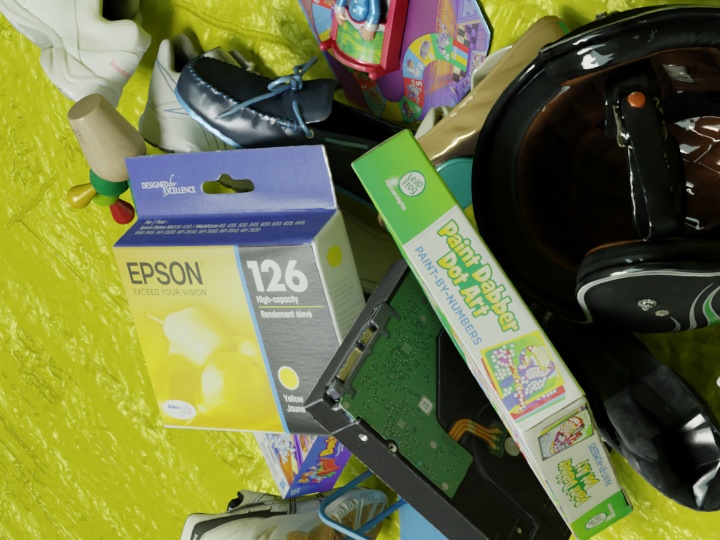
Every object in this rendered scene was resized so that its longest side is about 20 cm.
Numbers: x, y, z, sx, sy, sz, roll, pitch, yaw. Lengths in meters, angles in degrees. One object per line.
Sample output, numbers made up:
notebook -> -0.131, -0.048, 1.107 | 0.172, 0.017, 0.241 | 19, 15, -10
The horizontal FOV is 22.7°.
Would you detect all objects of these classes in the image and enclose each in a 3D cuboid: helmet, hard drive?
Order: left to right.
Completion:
hard drive -> 0.070, 0.102, 1.192 | 0.200, 0.140, 0.038 | 43, 142, -15
helmet -> 0.167, -0.055, 1.007 | 0.200, 0.200, 0.191 | 58, 170, 4

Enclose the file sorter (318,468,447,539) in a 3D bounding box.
file sorter -> 0.051, 0.255, 1.360 | 0.139, 0.123, 0.200 | 21, 126, 38

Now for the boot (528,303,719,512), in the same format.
boot -> 0.183, 0.092, 1.067 | 0.165, 0.066, 0.200 | 40, -179, -15

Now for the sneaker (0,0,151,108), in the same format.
sneaker -> -0.220, -0.206, 1.428 | 0.099, 0.078, 0.200 | -46, 52, 7

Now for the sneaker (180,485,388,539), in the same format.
sneaker -> -0.057, 0.193, 1.384 | 0.088, 0.200, 0.076 | 28, 109, 30

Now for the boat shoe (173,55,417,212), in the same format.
boat shoe -> -0.028, -0.109, 1.250 | 0.200, 0.084, 0.069 | 22, 126, -8

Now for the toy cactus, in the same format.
toy cactus -> -0.176, -0.059, 1.375 | 0.165, 0.102, 0.200 | 57, 169, -34

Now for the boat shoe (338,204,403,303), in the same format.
boat shoe -> 0.000, 0.000, 1.287 | 0.200, 0.075, 0.062 | 15, 142, 11

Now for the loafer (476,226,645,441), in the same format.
loafer -> 0.129, 0.030, 1.192 | 0.076, 0.067, 0.200 | -25, 93, 51

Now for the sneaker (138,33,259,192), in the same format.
sneaker -> -0.094, -0.116, 1.341 | 0.200, 0.074, 0.087 | 24, 122, 34

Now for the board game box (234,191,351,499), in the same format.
board game box -> -0.058, 0.052, 1.367 | 0.200, 0.045, 0.135 | 62, 144, 31

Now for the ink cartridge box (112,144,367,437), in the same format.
ink cartridge box -> -0.084, 0.017, 1.249 | 0.198, 0.047, 0.200 | -1, 113, 41

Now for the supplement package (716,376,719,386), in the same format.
supplement package -> 0.324, 0.065, 0.941 | 0.200, 0.156, 0.111 | 46, 138, 18

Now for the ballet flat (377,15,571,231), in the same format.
ballet flat -> 0.079, -0.095, 1.177 | 0.200, 0.069, 0.063 | -38, 56, 39

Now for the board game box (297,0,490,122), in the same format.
board game box -> -0.002, -0.190, 1.223 | 0.158, 0.039, 0.200 | -21, 96, 49

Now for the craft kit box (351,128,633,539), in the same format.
craft kit box -> 0.081, 0.042, 1.053 | 0.200, 0.048, 0.198 | 59, 178, 31
